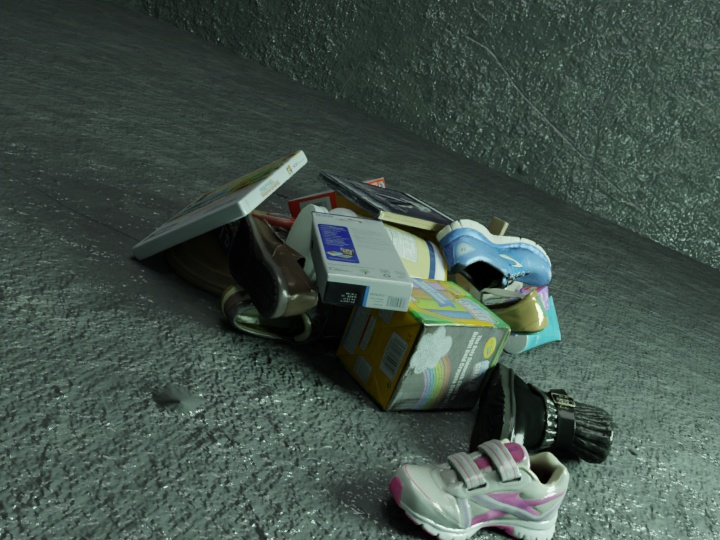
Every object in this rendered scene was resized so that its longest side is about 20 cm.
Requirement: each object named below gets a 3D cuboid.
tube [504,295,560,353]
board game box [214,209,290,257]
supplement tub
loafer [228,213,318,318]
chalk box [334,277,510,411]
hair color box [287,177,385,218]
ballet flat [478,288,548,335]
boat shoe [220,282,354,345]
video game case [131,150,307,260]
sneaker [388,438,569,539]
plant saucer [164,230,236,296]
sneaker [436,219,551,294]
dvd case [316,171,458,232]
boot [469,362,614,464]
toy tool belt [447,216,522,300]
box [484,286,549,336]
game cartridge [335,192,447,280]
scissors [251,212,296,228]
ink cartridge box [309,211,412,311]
[{"bbox_3d":[0.292,0.093,1.294,0.050,0.078,0.199,-6,2,35],"label":"tube"},{"bbox_3d":[-0.117,-0.044,1.170,0.198,0.035,0.136,13,20,-27],"label":"board game box"},{"bbox_3d":[0.000,0.000,1.071,0.198,0.146,0.145,19,18,-21],"label":"supplement tub"},{"bbox_3d":[-0.105,-0.001,0.932,0.070,0.074,0.200,11,27,-29],"label":"loafer"},{"bbox_3d":[0.093,0.090,0.978,0.198,0.126,0.124,7,23,-40],"label":"chalk box"},{"bbox_3d":[-0.036,-0.122,1.438,0.110,0.065,0.200,-10,7,25],"label":"hair color box"},{"bbox_3d":[0.160,0.056,1.071,0.198,0.064,0.069,-6,14,32],"label":"ballet flat"},{"bbox_3d":[-0.073,0.062,0.966,0.198,0.072,0.066,9,27,-20],"label":"boat shoe"},{"bbox_3d":[-0.187,-0.089,1.048,0.023,0.198,0.182,60,33,-16],"label":"video game case"},{"bbox_3d":[0.118,0.201,0.748,0.198,0.089,0.081,11,21,-30],"label":"sneaker"},{"bbox_3d":[-0.178,-0.010,1.108,0.198,0.030,0.200,21,18,-7],"label":"plant saucer"},{"bbox_3d":[0.193,-0.001,1.104,0.198,0.078,0.090,14,57,-30],"label":"sneaker"},{"bbox_3d":[0.052,-0.092,1.118,0.199,0.016,0.148,8,20,-43],"label":"dvd case"},{"bbox_3d":[0.217,0.190,0.907,0.157,0.080,0.211,27,23,4],"label":"boot"},{"bbox_3d":[0.165,-0.022,1.257,0.124,0.125,0.199,-12,8,-39],"label":"toy tool belt"},{"bbox_3d":[0.202,0.063,1.209,0.135,0.040,0.199,-4,7,28],"label":"box"},{"bbox_3d":[0.048,-0.030,1.219,0.199,0.177,0.032,32,58,29],"label":"game cartridge"},{"bbox_3d":[-0.064,-0.060,1.134,0.198,0.014,0.073,14,9,18],"label":"scissors"},{"bbox_3d":[-0.006,-0.015,0.921,0.098,0.040,0.200,6,23,-11],"label":"ink cartridge box"}]
